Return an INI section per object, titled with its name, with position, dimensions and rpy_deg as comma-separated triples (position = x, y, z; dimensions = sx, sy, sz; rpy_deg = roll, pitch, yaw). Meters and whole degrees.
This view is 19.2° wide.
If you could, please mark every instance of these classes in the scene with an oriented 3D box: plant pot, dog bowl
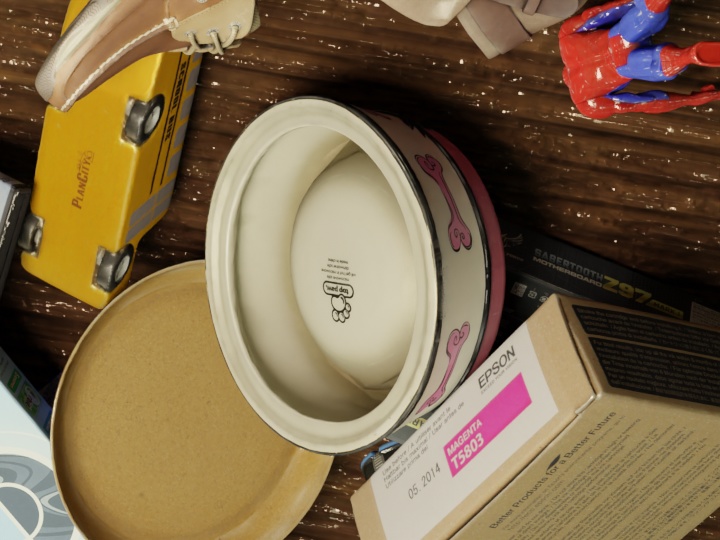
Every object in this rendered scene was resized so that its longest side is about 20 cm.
[plant pot]
position = -0.102, 0.090, 1.296
dimensions = 0.027, 0.200, 0.200
rpy_deg = 16, 141, 57
[dog bowl]
position = 0.000, 0.000, 1.197
dimensions = 0.200, 0.074, 0.200
rpy_deg = 9, 102, 47

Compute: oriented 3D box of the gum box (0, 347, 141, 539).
[gum box]
position = -0.241, 0.162, 1.323
dimensions = 0.170, 0.045, 0.200
rpy_deg = -34, 105, 11

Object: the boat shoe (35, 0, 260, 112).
[boat shoe]
position = -0.083, -0.148, 1.117
dimensions = 0.200, 0.076, 0.072
rpy_deg = -42, 99, -4

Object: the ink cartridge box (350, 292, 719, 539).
[ink cartridge box]
position = 0.118, 0.109, 1.190
dimensions = 0.165, 0.075, 0.200
rpy_deg = 13, 134, -37

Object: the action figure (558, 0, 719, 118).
[action figure]
position = 0.167, -0.120, 1.097
dimensions = 0.099, 0.200, 0.065
rpy_deg = -12, 90, -17

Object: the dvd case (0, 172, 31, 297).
[dvd case]
position = -0.293, -0.020, 1.272
dimensions = 0.200, 0.018, 0.143
rpy_deg = 25, 105, 26

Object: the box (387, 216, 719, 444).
[box]
position = 0.117, 0.064, 1.279
dimensions = 0.200, 0.051, 0.158
rpy_deg = 22, 126, -1

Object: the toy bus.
[toy bus]
position = -0.142, -0.078, 1.228
dimensions = 0.065, 0.078, 0.200
rpy_deg = 25, 127, 12

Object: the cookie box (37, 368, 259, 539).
[cookie box]
position = -0.171, 0.161, 1.407
dimensions = 0.171, 0.075, 0.200
rpy_deg = 43, 124, -14

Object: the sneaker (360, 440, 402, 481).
[sneaker]
position = 0.083, 0.176, 1.345
dimensions = 0.200, 0.083, 0.071
rpy_deg = 43, 123, -15

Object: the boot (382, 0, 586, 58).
[boot]
position = 0.051, -0.200, 1.090
dimensions = 0.200, 0.070, 0.146
rpy_deg = 36, 113, -23
